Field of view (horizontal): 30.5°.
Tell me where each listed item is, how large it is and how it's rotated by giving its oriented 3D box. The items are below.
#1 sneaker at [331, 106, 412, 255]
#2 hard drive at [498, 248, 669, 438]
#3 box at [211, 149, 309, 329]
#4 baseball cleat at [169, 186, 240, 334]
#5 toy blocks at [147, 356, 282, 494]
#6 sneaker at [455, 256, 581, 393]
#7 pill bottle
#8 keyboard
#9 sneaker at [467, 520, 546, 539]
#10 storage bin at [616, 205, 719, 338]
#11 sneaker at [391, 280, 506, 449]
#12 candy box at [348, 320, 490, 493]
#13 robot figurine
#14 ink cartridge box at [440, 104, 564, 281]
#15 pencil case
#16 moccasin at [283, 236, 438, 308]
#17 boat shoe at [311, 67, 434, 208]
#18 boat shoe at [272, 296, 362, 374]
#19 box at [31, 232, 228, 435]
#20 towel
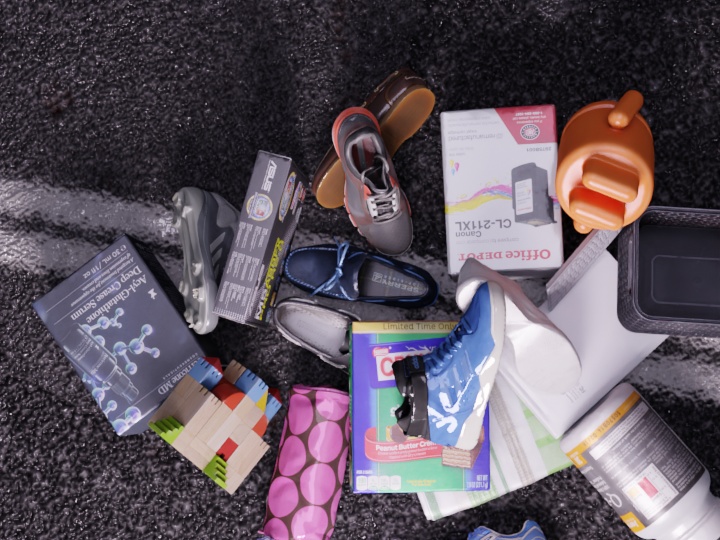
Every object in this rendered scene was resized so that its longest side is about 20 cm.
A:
[{"bbox_3d":[0.016,-0.095,1.609,0.076,0.082,0.202,-24,118,-2],"label":"sneaker"},{"bbox_3d":[0.268,0.088,1.617,0.200,0.027,0.132,-41,83,-6],"label":"hard drive"},{"bbox_3d":[-0.119,-0.033,1.615,0.044,0.160,0.203,15,86,6],"label":"box"},{"bbox_3d":[-0.176,-0.015,1.636,0.105,0.070,0.203,6,62,-32],"label":"baseball cleat"},{"bbox_3d":[-0.163,0.174,1.595,0.099,0.200,0.137,31,77,38],"label":"toy blocks"},{"bbox_3d":[0.191,0.058,1.567,0.075,0.089,0.200,-37,111,20],"label":"sneaker"},{"bbox_3d":[0.339,0.242,1.564,0.116,0.116,0.200,-41,82,1],"label":"pill bottle"},{"bbox_3d":[0.289,-0.034,1.600,0.011,0.056,0.200,33,72,32],"label":"keyboard"},{"bbox_3d":[0.138,0.358,1.607,0.197,0.076,0.078,-11,62,5],"label":"sneaker"},{"bbox_3d":[0.412,0.005,1.573,0.197,0.094,0.137,3,79,0],"label":"storage bin"},{"bbox_3d":[0.094,0.102,1.492,0.110,0.077,0.203,9,111,-7],"label":"sneaker"},{"bbox_3d":[0.069,0.161,1.581,0.166,0.077,0.203,0,85,-6],"label":"candy box"},{"bbox_3d":[0.288,-0.127,1.548,0.115,0.201,0.145,-13,117,19],"label":"robot figurine"},{"bbox_3d":[0.175,-0.093,1.628,0.143,0.083,0.203,-3,84,6],"label":"ink cartridge box"},{"bbox_3d":[-0.067,0.239,1.627,0.093,0.090,0.203,8,83,42],"label":"pencil case"},{"bbox_3d":[0.000,0.000,1.645,0.197,0.068,0.082,5,85,7],"label":"moccasin"},{"bbox_3d":[0.010,-0.167,1.664,0.200,0.070,0.071,-45,45,8],"label":"boat shoe"},{"bbox_3d":[-0.018,0.086,1.643,0.198,0.060,0.075,26,86,7],"label":"boat shoe"},{"bbox_3d":[-0.285,0.081,1.650,0.148,0.107,0.201,-36,83,1],"label":"box"},{"bbox_3d":[0.150,0.206,1.636,0.198,0.031,0.151,-21,85,1],"label":"towel"}]
